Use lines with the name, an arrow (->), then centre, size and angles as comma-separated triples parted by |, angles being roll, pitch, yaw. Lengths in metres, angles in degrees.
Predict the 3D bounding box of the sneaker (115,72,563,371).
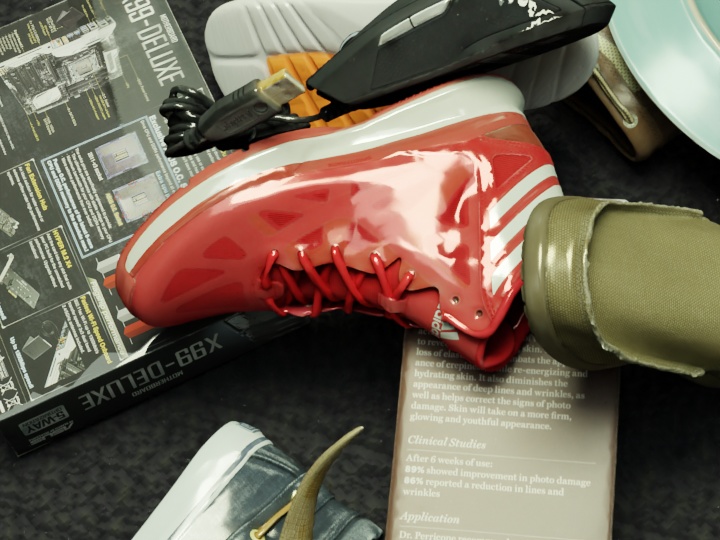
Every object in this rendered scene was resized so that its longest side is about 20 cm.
sneaker -> 0.000, 0.000, 0.772 | 0.199, 0.078, 0.116 | -26, 62, -2

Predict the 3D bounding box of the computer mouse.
computer mouse -> 0.004, -0.097, 0.786 | 0.198, 0.140, 0.046 | -18, 89, 26

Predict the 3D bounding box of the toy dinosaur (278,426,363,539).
toy dinosaur -> -0.036, 0.158, 0.742 | 0.100, 0.202, 0.058 | -18, 25, -27

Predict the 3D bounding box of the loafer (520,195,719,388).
loafer -> 0.139, 0.008, 0.769 | 0.067, 0.199, 0.077 | -9, 78, 38

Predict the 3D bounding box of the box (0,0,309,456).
box -> -0.135, -0.034, 0.886 | 0.157, 0.050, 0.201 | -24, 67, -7

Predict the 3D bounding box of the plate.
plate -> 0.213, -0.124, 0.877 | 0.198, 0.026, 0.202 | 9, 56, -13

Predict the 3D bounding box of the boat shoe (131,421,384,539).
boat shoe -> -0.076, 0.166, 0.781 | 0.090, 0.071, 0.201 | 32, 73, 15

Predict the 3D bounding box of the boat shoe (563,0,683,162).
boat shoe -> 0.080, -0.128, 0.901 | 0.202, 0.075, 0.075 | 36, 79, 18

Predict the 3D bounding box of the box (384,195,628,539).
box -> 0.066, 0.068, 0.814 | 0.099, 0.075, 0.202 | 4, 68, 7

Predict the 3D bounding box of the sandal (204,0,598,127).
sandal -> 0.024, -0.109, 0.890 | 0.205, 0.080, 0.059 | 0, 29, 24
